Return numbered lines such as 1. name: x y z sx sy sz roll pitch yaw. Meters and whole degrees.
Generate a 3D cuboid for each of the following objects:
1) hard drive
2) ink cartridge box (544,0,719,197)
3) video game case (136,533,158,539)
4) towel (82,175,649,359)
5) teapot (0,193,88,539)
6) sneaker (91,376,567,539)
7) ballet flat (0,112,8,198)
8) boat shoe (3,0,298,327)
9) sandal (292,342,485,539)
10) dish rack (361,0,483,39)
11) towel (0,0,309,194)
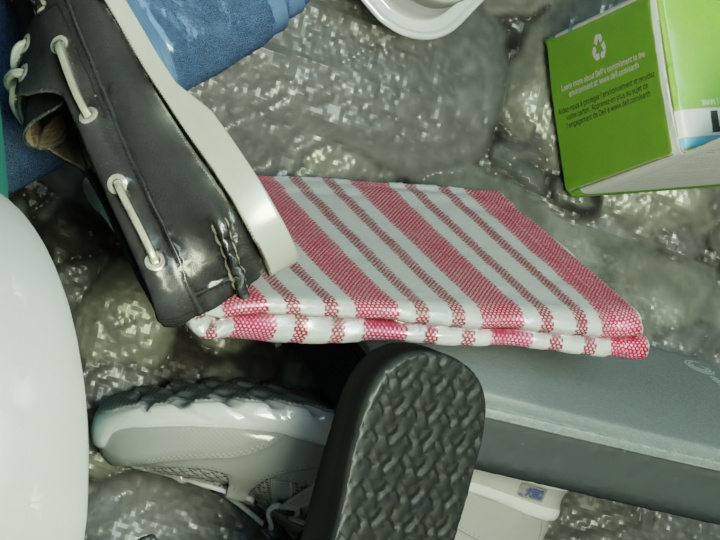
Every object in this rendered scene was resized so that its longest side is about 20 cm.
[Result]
1. hard drive: 0.078 0.053 1.200 0.200 0.140 0.033 14 105 -21
2. ink cartridge box: 0.191 -0.089 1.240 0.148 0.200 0.076 -5 82 -25
3. video game case: -0.131 0.203 1.066 0.200 0.019 0.143 -26 91 -24
4. towel: 0.000 0.000 1.176 0.200 0.146 0.030 3 110 -23
5. teapot: -0.191 0.056 1.000 0.146 0.200 0.198 -2 75 -28
6. sneaker: -0.013 0.094 1.183 0.200 0.075 0.082 13 93 -13
7. ballet flat: -0.160 -0.007 1.112 0.072 0.068 0.200 -8 119 3
8. boat shoe: -0.099 -0.062 1.097 0.060 0.074 0.200 -33 67 -9
9. sandal: -0.008 0.124 1.096 0.075 0.048 0.201 24 84 -33
10. dish rack: 0.037 -0.215 1.268 0.172 0.044 0.200 50 58 -11
11. towel: -0.122 -0.106 1.187 0.200 0.049 0.112 -33 94 -27
